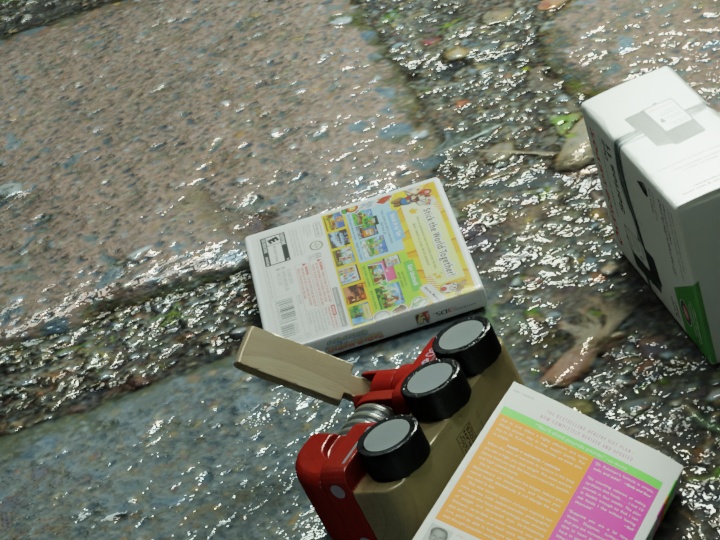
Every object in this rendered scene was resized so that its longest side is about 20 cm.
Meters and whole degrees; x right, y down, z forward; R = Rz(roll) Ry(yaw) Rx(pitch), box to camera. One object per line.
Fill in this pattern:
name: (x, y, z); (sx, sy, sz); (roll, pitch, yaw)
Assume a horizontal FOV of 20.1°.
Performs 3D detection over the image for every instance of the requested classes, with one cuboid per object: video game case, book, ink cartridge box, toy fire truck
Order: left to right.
toy fire truck: (-0.003, 0.110, 1.464); (0.200, 0.129, 0.176); (-7, 31, 39)
video game case: (0.000, 0.000, 1.713); (0.182, 0.023, 0.200); (-18, 30, 0)
book: (0.116, 0.174, 1.331); (0.133, 0.048, 0.200); (22, 45, 17)
ink cartridge box: (0.250, -0.046, 1.541); (0.083, 0.147, 0.200); (-21, 30, -4)
